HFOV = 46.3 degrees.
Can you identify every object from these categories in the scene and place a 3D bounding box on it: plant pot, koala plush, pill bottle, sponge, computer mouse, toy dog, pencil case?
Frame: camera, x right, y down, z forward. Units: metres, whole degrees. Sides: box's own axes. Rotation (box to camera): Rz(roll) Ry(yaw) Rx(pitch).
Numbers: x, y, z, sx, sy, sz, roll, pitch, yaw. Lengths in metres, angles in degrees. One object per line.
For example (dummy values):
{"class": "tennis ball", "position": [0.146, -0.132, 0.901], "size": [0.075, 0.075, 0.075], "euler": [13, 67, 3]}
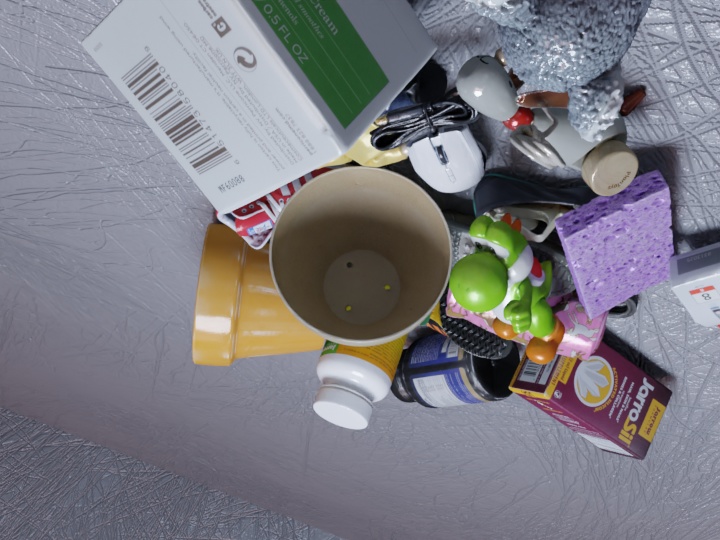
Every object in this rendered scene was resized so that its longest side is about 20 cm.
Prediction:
{"class": "plant pot", "position": [0.000, 0.000, 0.969], "size": [0.199, 0.202, 0.135], "euler": [18, 162, 6]}
{"class": "koala plush", "position": [0.149, -0.200, 0.578], "size": [0.183, 0.201, 0.177], "euler": [-12, 138, 45]}
{"class": "pill bottle", "position": [0.134, 0.149, 1.274], "size": [0.112, 0.113, 0.199], "euler": [37, 148, -27]}
{"class": "sponge", "position": [0.274, -0.021, 0.891], "size": [0.111, 0.030, 0.200], "euler": [-27, 146, 8]}
{"class": "computer mouse", "position": [0.087, -0.117, 0.851], "size": [0.109, 0.044, 0.200], "euler": [-17, 161, 18]}
{"class": "toy dog", "position": [0.185, -0.147, 0.747], "size": [0.199, 0.097, 0.132], "euler": [11, -150, -52]}
{"class": "plant pot", "position": [-0.138, 0.042, 1.214], "size": [0.181, 0.202, 0.201], "euler": [6, 152, -6]}
{"class": "pill bottle", "position": [0.002, 0.120, 1.219], "size": [0.110, 0.201, 0.111], "euler": [16, 151, 9]}
{"class": "pencil case", "position": [0.202, 0.042, 1.037], "size": [0.198, 0.087, 0.083], "euler": [17, 124, 15]}

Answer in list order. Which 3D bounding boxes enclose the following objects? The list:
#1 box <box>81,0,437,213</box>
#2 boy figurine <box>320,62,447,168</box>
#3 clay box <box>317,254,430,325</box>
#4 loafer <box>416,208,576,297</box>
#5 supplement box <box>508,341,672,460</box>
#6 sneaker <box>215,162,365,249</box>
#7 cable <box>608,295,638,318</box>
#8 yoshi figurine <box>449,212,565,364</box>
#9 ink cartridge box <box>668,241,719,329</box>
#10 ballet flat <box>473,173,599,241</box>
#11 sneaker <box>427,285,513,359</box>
{"class": "box", "position": [-0.085, -0.194, 0.729], "size": [0.199, 0.172, 0.199], "euler": [-17, 118, 48]}
{"class": "boy figurine", "position": [0.008, -0.156, 0.890], "size": [0.124, 0.065, 0.200], "euler": [32, 150, -20]}
{"class": "clay box", "position": [0.007, -0.009, 1.086], "size": [0.199, 0.116, 0.048], "euler": [26, 152, -9]}
{"class": "loafer", "position": [0.168, -0.032, 0.996], "size": [0.198, 0.070, 0.076], "euler": [21, 131, 10]}
{"class": "supplement box", "position": [0.318, 0.164, 1.162], "size": [0.199, 0.111, 0.085], "euler": [33, 166, -21]}
{"class": "sneaker", "position": [-0.082, -0.080, 1.026], "size": [0.198, 0.113, 0.071], "euler": [8, 148, 22]}
{"class": "cable", "position": [0.252, 0.030, 1.091], "size": [0.198, 0.050, 0.098], "euler": [-13, 121, 28]}
{"class": "yoshi figurine", "position": [0.146, 0.029, 0.895], "size": [0.111, 0.113, 0.200], "euler": [-14, 139, 20]}
{"class": "ink cartridge box", "position": [0.447, 0.035, 0.907], "size": [0.161, 0.050, 0.200], "euler": [-21, 129, 35]}
{"class": "ballet flat", "position": [0.216, -0.057, 0.915], "size": [0.198, 0.074, 0.073], "euler": [10, 150, 19]}
{"class": "sneaker", "position": [0.124, 0.057, 1.151], "size": [0.199, 0.070, 0.090], "euler": [28, -177, 20]}
